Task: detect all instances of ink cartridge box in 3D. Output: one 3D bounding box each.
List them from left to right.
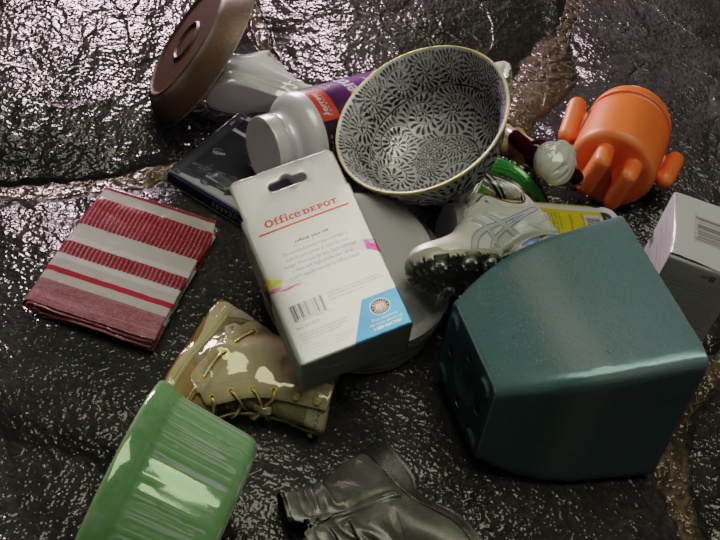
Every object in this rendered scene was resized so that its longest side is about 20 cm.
[{"bbox_3d":[-0.041,-0.004,1.090,0.114,0.068,0.201,-20,67,-10],"label":"ink cartridge box"}]

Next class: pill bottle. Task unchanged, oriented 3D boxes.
[{"bbox_3d":[-0.030,-0.164,1.326,0.199,0.113,0.113,-20,55,-32],"label":"pill bottle"},{"bbox_3d":[0.190,-0.023,1.291,0.198,0.115,0.115,4,46,-13],"label":"pill bottle"}]

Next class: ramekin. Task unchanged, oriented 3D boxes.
[{"bbox_3d":[-0.161,0.200,0.911,0.097,0.201,0.201,25,44,-3],"label":"ramekin"}]

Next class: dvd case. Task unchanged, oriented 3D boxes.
[{"bbox_3d":[-0.105,-0.101,1.340,0.199,0.025,0.150,31,46,12],"label":"dvd case"}]

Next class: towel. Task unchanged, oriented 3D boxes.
[{"bbox_3d":[-0.249,-0.006,1.206,0.143,0.023,0.201,18,43,3],"label":"towel"}]

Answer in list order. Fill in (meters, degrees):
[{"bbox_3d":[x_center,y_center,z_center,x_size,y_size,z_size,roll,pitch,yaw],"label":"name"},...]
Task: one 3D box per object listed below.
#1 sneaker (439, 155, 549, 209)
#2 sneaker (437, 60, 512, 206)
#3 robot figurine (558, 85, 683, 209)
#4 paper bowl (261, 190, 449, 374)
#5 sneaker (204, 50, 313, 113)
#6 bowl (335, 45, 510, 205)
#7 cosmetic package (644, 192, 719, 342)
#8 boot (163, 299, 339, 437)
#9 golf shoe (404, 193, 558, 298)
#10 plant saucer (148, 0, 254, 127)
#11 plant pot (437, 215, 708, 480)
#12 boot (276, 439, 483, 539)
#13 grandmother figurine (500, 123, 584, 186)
[{"bbox_3d":[0.140,-0.097,1.385,0.199,0.078,0.086,25,72,15],"label":"sneaker"},{"bbox_3d":[0.122,-0.168,1.338,0.080,0.077,0.201,18,69,23],"label":"sneaker"},{"bbox_3d":[0.339,-0.166,1.475,0.143,0.117,0.201,0,36,29],"label":"robot figurine"},{"bbox_3d":[0.000,0.000,1.200,0.198,0.105,0.202,10,54,-13],"label":"paper bowl"},{"bbox_3d":[-0.101,-0.230,1.398,0.198,0.075,0.089,14,50,-32],"label":"sneaker"},{"bbox_3d":[0.080,-0.140,1.246,0.199,0.094,0.202,-13,53,17],"label":"bowl"},{"bbox_3d":[0.334,0.031,1.222,0.080,0.201,0.113,20,42,2],"label":"cosmetic package"},{"bbox_3d":[-0.107,0.128,1.085,0.154,0.073,0.201,23,42,4],"label":"boot"},{"bbox_3d":[0.118,-0.032,1.173,0.198,0.078,0.098,-7,61,-35],"label":"golf shoe"},{"bbox_3d":[-0.197,-0.267,1.353,0.034,0.200,0.202,31,38,-28],"label":"plant saucer"},{"bbox_3d":[0.191,0.091,1.134,0.198,0.197,0.197,-9,49,-15],"label":"plant pot"},{"bbox_3d":[0.021,0.252,1.016,0.130,0.068,0.200,-27,52,-30],"label":"boot"},{"bbox_3d":[0.222,-0.136,1.382,0.120,0.061,0.200,22,9,-5],"label":"grandmother figurine"}]
